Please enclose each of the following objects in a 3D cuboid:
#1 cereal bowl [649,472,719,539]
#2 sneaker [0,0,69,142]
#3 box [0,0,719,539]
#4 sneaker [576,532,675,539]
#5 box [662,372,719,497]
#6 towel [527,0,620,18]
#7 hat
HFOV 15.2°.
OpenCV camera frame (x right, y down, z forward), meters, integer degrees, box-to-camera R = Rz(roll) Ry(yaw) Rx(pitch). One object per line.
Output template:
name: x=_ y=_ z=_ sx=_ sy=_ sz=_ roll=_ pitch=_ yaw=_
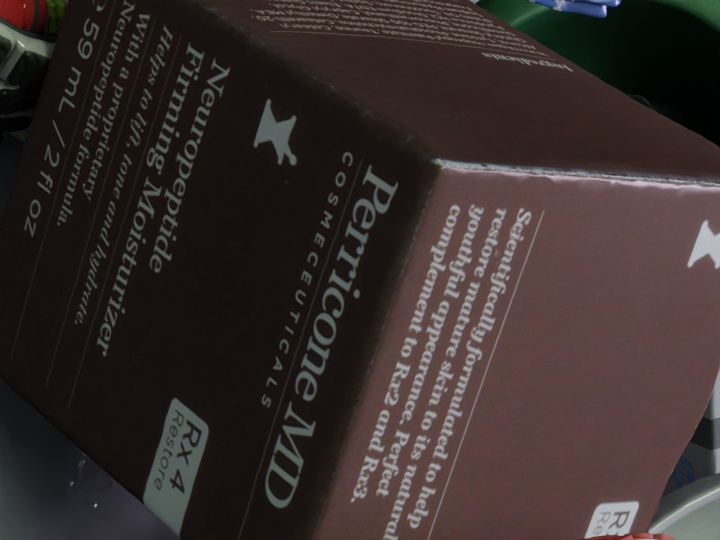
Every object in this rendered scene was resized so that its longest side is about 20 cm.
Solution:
cereal bowl: x=0.159 y=0.171 z=1.035 sx=0.199 sy=0.083 sz=0.201 roll=0 pitch=89 yaw=-10
sneaker: x=-0.130 y=-0.093 z=0.978 sx=0.200 sy=0.077 sz=0.085 roll=6 pitch=58 yaw=-46
box: x=0.000 y=0.000 z=0.927 sx=0.164 sy=0.200 sz=0.167 roll=3 pitch=113 yaw=-42
sneaker: x=0.086 y=0.160 z=0.884 sx=0.082 sy=0.077 sz=0.200 roll=-98 pitch=174 yaw=-46
box: x=0.189 y=0.080 z=1.123 sx=0.155 sy=0.041 sz=0.201 roll=-19 pitch=117 yaw=-35
towel: x=0.024 y=-0.184 z=1.005 sx=0.199 sy=0.024 sz=0.146 roll=11 pitch=81 yaw=-27
hat: x=0.111 y=-0.046 z=1.198 sx=0.199 sy=0.176 sz=0.166 roll=-11 pitch=87 yaw=-4
